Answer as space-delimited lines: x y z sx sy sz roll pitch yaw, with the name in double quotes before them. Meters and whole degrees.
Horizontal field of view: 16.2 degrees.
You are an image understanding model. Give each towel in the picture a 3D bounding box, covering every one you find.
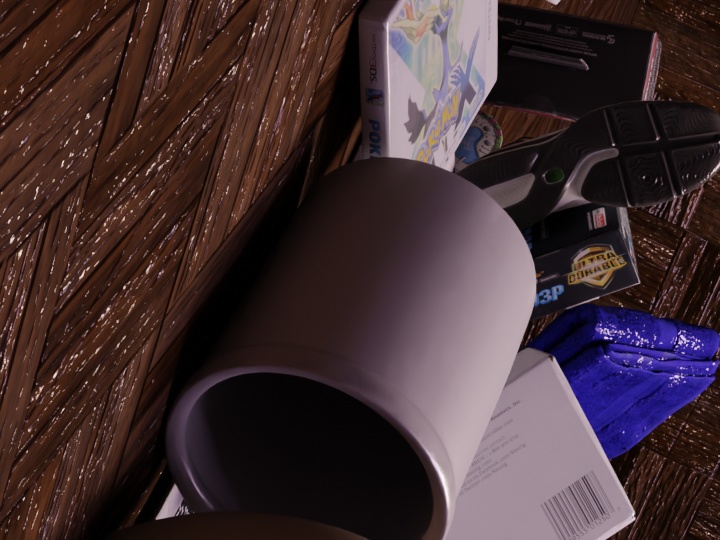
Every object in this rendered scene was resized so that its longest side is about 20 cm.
"towel" 0.171 0.089 1.843 0.148 0.050 0.200 -44 151 22

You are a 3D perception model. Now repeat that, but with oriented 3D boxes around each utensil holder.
"utensil holder" 0.002 0.056 1.468 0.200 0.169 0.170 -61 172 -46

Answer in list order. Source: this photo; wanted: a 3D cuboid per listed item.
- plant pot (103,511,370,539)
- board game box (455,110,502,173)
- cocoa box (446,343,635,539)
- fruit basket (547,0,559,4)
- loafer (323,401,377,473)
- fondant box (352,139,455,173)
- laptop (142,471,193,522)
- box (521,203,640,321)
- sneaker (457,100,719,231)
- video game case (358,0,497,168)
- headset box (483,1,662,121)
"plant pot" -0.093 0.210 1.374 0.201 0.134 0.201 -61 168 -22
"board game box" 0.072 -0.036 2.132 0.200 0.061 0.200 108 9 -47
"cocoa box" 0.053 0.151 1.688 0.200 0.134 0.131 -32 -166 -11
"fruit basket" 0.172 -0.291 1.910 0.186 0.093 0.200 -67 170 7
"loafer" -0.010 0.103 1.587 0.200 0.070 0.070 -49 148 -39
"fondant box" 0.000 0.000 1.718 0.144 0.058 0.201 73 42 -80
"laptop" -0.092 0.227 1.539 0.200 0.115 0.188 102 13 -60
"box" 0.117 -0.014 1.836 0.200 0.158 0.046 -79 149 -72
"sneaker" 0.161 -0.084 1.789 0.115 0.199 0.076 -65 140 -73
"video game case" 0.045 -0.137 1.571 0.200 0.022 0.183 -59 156 -44
"headset box" 0.144 -0.152 1.884 0.200 0.148 0.078 -7 108 -81
